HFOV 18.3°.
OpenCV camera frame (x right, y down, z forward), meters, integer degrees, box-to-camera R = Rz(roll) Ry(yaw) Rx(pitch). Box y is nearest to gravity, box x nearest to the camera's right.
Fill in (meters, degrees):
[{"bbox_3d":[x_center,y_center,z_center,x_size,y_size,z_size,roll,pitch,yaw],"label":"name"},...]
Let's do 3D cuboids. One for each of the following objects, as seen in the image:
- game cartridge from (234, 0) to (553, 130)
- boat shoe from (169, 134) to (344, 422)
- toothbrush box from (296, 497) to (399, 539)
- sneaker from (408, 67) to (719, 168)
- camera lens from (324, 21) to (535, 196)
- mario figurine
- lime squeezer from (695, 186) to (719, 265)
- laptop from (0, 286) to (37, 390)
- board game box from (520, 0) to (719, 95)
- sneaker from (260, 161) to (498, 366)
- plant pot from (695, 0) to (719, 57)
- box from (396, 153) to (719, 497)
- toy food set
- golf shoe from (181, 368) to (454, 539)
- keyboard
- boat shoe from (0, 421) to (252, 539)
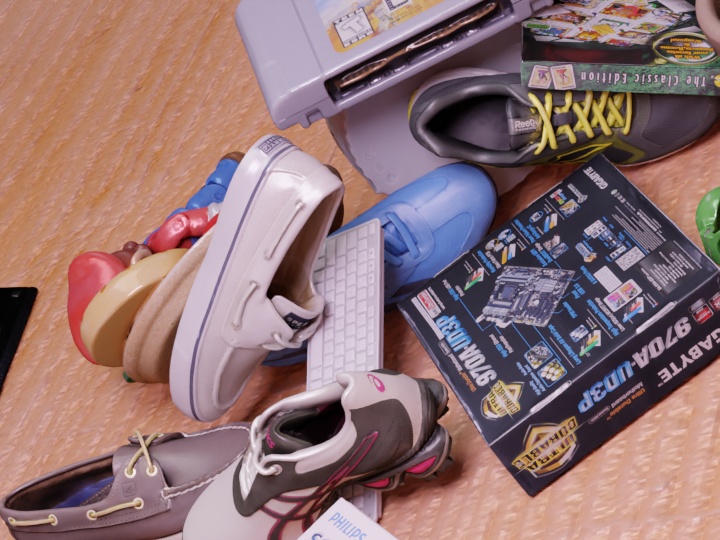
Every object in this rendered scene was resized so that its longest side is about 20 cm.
[{"bbox_3d":[0.020,-0.173,1.403,0.200,0.042,0.133,-27,45,4],"label":"game cartridge"},{"bbox_3d":[-0.058,0.018,1.358,0.071,0.070,0.200,-27,-38,-57],"label":"boat shoe"},{"bbox_3d":[-0.029,0.226,1.109,0.200,0.085,0.146,-44,26,-11],"label":"toothbrush box"},{"bbox_3d":[0.124,-0.091,1.380,0.200,0.075,0.085,-6,13,12],"label":"sneaker"},{"bbox_3d":[0.045,-0.146,1.529,0.160,0.160,0.200,-34,26,8],"label":"camera lens"},{"bbox_3d":[-0.126,0.008,1.596,0.106,0.124,0.200,17,44,28],"label":"mario figurine"},{"bbox_3d":[0.225,-0.018,1.255,0.070,0.038,0.200,-1,32,3],"label":"lime squeezer"},{"bbox_3d":[-0.364,0.107,1.806,0.200,0.103,0.177,-3,36,10],"label":"laptop"},{"bbox_3d":[0.198,-0.141,1.366,0.200,0.023,0.105,3,34,3],"label":"board game box"},{"bbox_3d":[0.000,0.000,1.427,0.200,0.066,0.078,-34,-8,16],"label":"sneaker"},{"bbox_3d":[0.299,-0.117,1.149,0.200,0.175,0.200,-30,28,17],"label":"plant pot"},{"bbox_3d":[0.118,0.025,1.292,0.159,0.046,0.200,-37,26,2],"label":"box"},{"bbox_3d":[-0.089,0.001,1.479,0.200,0.049,0.198,-46,-16,1],"label":"toy food set"},{"bbox_3d":[-0.042,0.109,1.281,0.200,0.088,0.077,-35,50,28],"label":"golf shoe"},{"bbox_3d":[-0.010,0.064,1.343,0.056,0.011,0.200,-17,57,31],"label":"keyboard"},{"bbox_3d":[-0.141,0.137,1.421,0.200,0.060,0.072,-23,29,28],"label":"boat shoe"}]
